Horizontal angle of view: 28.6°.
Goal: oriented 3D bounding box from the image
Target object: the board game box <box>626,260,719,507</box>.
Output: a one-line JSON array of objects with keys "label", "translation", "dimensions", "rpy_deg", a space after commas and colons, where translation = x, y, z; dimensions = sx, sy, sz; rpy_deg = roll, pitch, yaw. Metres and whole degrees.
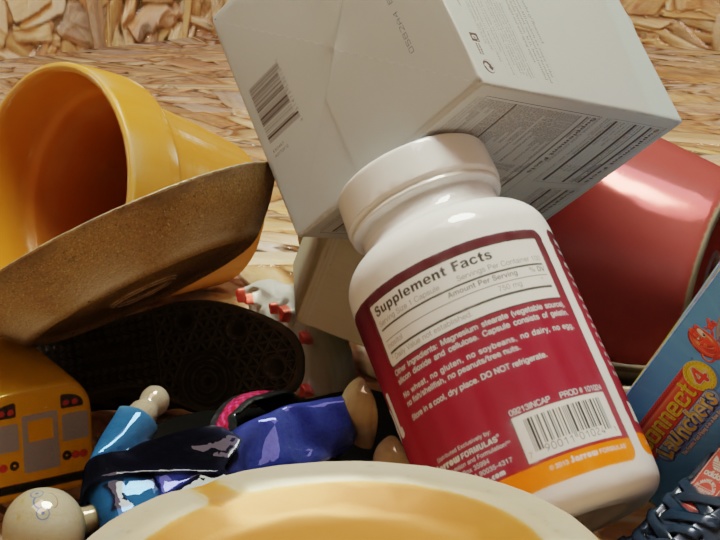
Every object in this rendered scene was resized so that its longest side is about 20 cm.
[{"label": "board game box", "translation": [0.218, 0.000, 0.733], "dimensions": [0.056, 0.201, 0.196], "rpy_deg": [36, 47, 11]}]

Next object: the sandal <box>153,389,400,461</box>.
[{"label": "sandal", "translation": [-0.045, 0.094, 0.790], "dimensions": [0.199, 0.045, 0.075], "rpy_deg": [-11, 54, -38]}]

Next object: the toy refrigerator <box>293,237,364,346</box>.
[{"label": "toy refrigerator", "translation": [0.000, 0.000, 0.926], "dimensions": [0.075, 0.070, 0.200], "rpy_deg": [21, 7, -7]}]

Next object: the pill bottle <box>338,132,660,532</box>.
[{"label": "pill bottle", "translation": [0.061, 0.038, 0.711], "dimensions": [0.112, 0.201, 0.113], "rpy_deg": [-18, -21, -7]}]

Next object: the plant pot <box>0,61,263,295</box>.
[{"label": "plant pot", "translation": [-0.184, -0.055, 1.155], "dimensions": [0.199, 0.202, 0.182], "rpy_deg": [12, 4, 40]}]

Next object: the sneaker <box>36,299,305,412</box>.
[{"label": "sneaker", "translation": [-0.123, 0.057, 0.913], "dimensions": [0.198, 0.071, 0.075], "rpy_deg": [-1, -6, 16]}]

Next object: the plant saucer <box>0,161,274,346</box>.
[{"label": "plant saucer", "translation": [-0.131, -0.002, 0.811], "dimensions": [0.199, 0.036, 0.200], "rpy_deg": [-25, -3, -2]}]

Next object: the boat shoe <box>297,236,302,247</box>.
[{"label": "boat shoe", "translation": [0.045, -0.023, 1.227], "dimensions": [0.198, 0.072, 0.065], "rpy_deg": [8, 9, 1]}]

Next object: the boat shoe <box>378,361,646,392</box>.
[{"label": "boat shoe", "translation": [0.106, 0.068, 0.855], "dimensions": [0.198, 0.066, 0.072], "rpy_deg": [12, 22, 24]}]

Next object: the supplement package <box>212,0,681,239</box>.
[{"label": "supplement package", "translation": [0.052, -0.116, 0.825], "dimensions": [0.199, 0.153, 0.150], "rpy_deg": [2, -31, -48]}]

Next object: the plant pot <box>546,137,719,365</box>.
[{"label": "plant pot", "translation": [0.166, -0.018, 0.989], "dimensions": [0.176, 0.202, 0.200], "rpy_deg": [17, 22, 27]}]

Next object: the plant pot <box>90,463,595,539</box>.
[{"label": "plant pot", "translation": [-0.003, 0.154, 0.330], "dimensions": [0.198, 0.185, 0.200], "rpy_deg": [-1, 16, 0]}]

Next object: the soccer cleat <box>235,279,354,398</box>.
[{"label": "soccer cleat", "translation": [-0.031, 0.041, 0.996], "dimensions": [0.077, 0.070, 0.200], "rpy_deg": [-4, 13, -19]}]

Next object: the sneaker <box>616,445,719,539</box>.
[{"label": "sneaker", "translation": [0.156, 0.121, 0.653], "dimensions": [0.198, 0.085, 0.075], "rpy_deg": [-9, 17, -26]}]

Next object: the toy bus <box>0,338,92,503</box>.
[{"label": "toy bus", "translation": [-0.224, 0.079, 0.843], "dimensions": [0.065, 0.079, 0.200], "rpy_deg": [-10, 18, -30]}]

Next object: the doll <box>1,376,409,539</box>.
[{"label": "doll", "translation": [-0.080, 0.108, 0.706], "dimensions": [0.198, 0.049, 0.137], "rpy_deg": [-13, 52, -24]}]
